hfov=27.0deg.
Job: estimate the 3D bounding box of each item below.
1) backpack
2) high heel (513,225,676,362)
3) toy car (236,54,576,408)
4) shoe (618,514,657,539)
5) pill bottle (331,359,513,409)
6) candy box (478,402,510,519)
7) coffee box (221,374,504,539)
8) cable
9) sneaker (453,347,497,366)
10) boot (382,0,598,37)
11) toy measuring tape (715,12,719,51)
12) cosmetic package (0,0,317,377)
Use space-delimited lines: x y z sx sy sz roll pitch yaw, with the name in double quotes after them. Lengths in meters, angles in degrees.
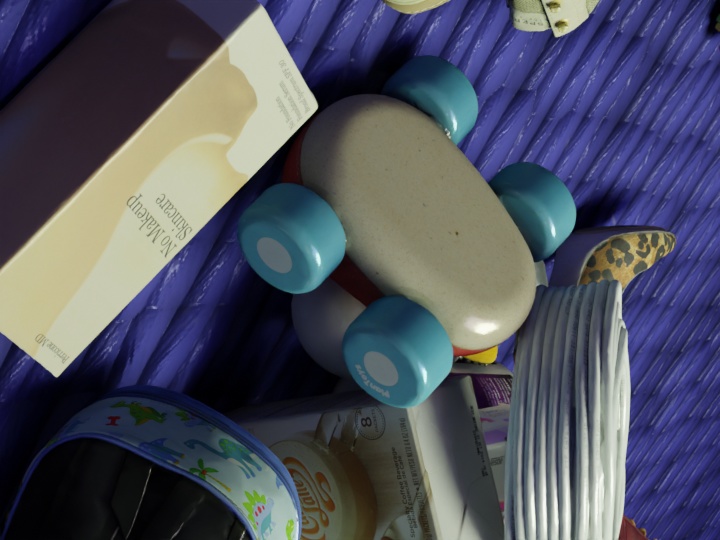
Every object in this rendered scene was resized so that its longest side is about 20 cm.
-0.129 0.176 0.920 0.201 0.182 0.147 -68 171 24 "backpack"
0.205 0.036 1.284 0.199 0.071 0.144 -10 96 -36 "high heel"
0.000 0.000 0.960 0.184 0.177 0.200 -46 -177 -38 "toy car"
0.197 0.220 1.146 0.200 0.090 0.072 -62 161 -60 "shoe"
0.065 0.123 1.203 0.200 0.112 0.113 8 118 -58 "pill bottle"
0.078 0.205 1.081 0.167 0.071 0.202 -1 102 -58 "candy box"
-0.016 0.141 0.986 0.080 0.199 0.115 -16 93 -53 "coffee box"
0.135 0.106 0.967 0.200 0.069 0.201 69 27 -60 "cable"
0.067 0.019 1.135 0.083 0.078 0.200 -60 161 10 "sneaker"
0.091 -0.191 0.910 0.200 0.072 0.155 -43 154 -15 "boot"
0.339 -0.208 1.286 0.074 0.073 0.200 -58 174 15 "toy measuring tape"
-0.123 -0.054 0.753 0.200 0.071 0.105 -47 153 -6 "cosmetic package"
